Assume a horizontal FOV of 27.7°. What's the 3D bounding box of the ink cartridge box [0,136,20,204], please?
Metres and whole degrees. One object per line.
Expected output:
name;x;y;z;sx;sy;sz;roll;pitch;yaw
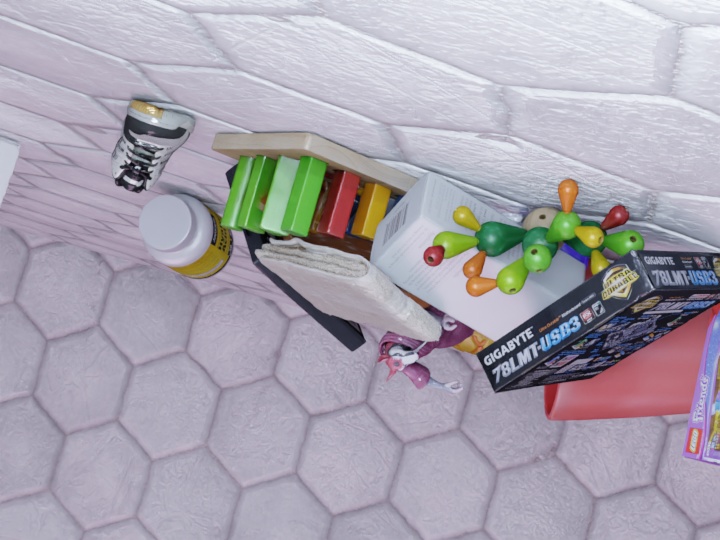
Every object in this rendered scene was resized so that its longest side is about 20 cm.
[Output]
ink cartridge box;-0.601;-0.135;2.196;0.084;0.146;0.200;22;172;-30

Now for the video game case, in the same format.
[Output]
video game case;-0.079;-0.015;1.758;0.200;0.025;0.181;43;-163;-39

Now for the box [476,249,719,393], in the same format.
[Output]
box;0.243;0.048;1.408;0.198;0.050;0.199;-38;158;33

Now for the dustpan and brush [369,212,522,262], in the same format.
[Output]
dustpan and brush;0.105;-0.037;1.562;0.139;0.058;0.199;-24;-161;-35

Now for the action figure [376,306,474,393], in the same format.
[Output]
action figure;0.074;0.066;1.756;0.148;0.135;0.200;28;-142;29

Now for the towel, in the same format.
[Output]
towel;-0.014;0.017;1.517;0.199;0.035;0.132;15;161;50

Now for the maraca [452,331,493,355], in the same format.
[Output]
maraca;0.197;0.079;2.212;0.199;0.108;0.137;15;-179;13

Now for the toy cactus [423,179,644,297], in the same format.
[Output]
toy cactus;0.167;-0.038;1.385;0.199;0.103;0.165;-11;-169;16

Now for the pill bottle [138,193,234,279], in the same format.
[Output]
pill bottle;-0.267;-0.054;2.209;0.111;0.112;0.200;15;174;12

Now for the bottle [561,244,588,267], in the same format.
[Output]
bottle;0.193;-0.011;1.623;0.083;0.066;0.200;16;174;-5

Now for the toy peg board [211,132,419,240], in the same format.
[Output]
toy peg board;-0.042;-0.069;1.571;0.198;0.098;0.200;21;173;-34

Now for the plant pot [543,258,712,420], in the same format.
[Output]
plant pot;0.312;0.084;1.692;0.176;0.202;0.200;5;173;2

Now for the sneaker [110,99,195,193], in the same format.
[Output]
sneaker;-0.230;-0.128;1.584;0.075;0.088;0.200;19;172;-10

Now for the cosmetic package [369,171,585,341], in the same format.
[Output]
cosmetic package;0.120;-0.004;1.481;0.199;0.074;0.102;30;134;-17

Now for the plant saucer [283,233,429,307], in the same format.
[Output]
plant saucer;0.000;0.000;1.696;0.199;0.038;0.200;20;-167;-5

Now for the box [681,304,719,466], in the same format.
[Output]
box;0.393;0.100;1.465;0.039;0.201;0.137;15;175;-19
